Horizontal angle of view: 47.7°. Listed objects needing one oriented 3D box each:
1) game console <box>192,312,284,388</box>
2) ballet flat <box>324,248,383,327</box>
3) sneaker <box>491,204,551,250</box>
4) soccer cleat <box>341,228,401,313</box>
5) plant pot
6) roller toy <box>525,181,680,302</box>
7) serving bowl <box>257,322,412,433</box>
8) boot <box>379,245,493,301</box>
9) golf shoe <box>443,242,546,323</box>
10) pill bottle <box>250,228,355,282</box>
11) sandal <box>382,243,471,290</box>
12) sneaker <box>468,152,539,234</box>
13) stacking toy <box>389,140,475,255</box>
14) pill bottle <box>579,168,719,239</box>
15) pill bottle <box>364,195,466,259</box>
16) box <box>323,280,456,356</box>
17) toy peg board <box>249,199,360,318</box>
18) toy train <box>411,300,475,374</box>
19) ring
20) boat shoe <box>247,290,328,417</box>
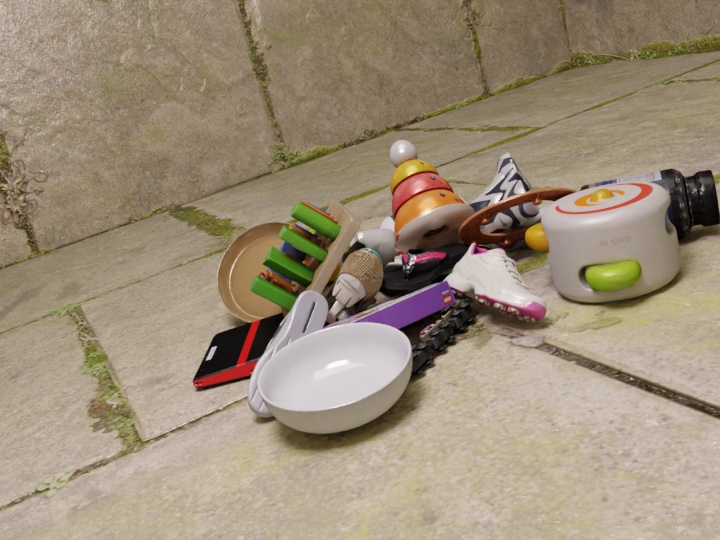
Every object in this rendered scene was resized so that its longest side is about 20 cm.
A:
[{"bbox_3d":[-0.171,0.125,1.319,0.175,0.031,0.200,-18,15,6],"label":"game console"},{"bbox_3d":[-0.019,0.039,1.250,0.065,0.070,0.200,-50,-7,-33],"label":"ballet flat"},{"bbox_3d":[0.306,-0.079,1.471,0.198,0.076,0.099,5,17,34],"label":"sneaker"},{"bbox_3d":[0.000,0.000,1.304,0.077,0.201,0.070,6,51,-18],"label":"soccer cleat"},{"bbox_3d":[-0.166,0.007,1.490,0.198,0.202,0.028,-13,-26,9],"label":"plant pot"},{"bbox_3d":[0.356,-0.050,1.172,0.181,0.141,0.200,-22,16,-21],"label":"roller toy"},{"bbox_3d":[-0.026,0.143,1.022,0.198,0.066,0.201,-12,24,5],"label":"serving bowl"},{"bbox_3d":[0.130,-0.002,1.368,0.198,0.073,0.144,3,23,28],"label":"boot"},{"bbox_3d":[0.199,0.013,1.172,0.199,0.075,0.092,24,86,55],"label":"golf shoe"},{"bbox_3d":[-0.107,-0.019,1.572,0.198,0.112,0.111,-19,16,-10],"label":"pill bottle"},{"bbox_3d":[0.102,-0.019,1.262,0.075,0.046,0.199,13,29,40],"label":"sandal"},{"bbox_3d":[0.231,-0.123,1.418,0.129,0.080,0.200,-31,31,18],"label":"sneaker"},{"bbox_3d":[0.095,-0.137,1.376,0.145,0.202,0.146,-19,-22,-8],"label":"stacking toy"},{"bbox_3d":[0.456,-0.098,1.288,0.198,0.113,0.112,-9,17,21],"label":"pill bottle"},{"bbox_3d":[0.104,-0.053,1.472,0.198,0.118,0.116,-18,16,-8],"label":"pill bottle"},{"bbox_3d":[0.026,0.074,1.206,0.198,0.039,0.137,-23,1,-21],"label":"box"},{"bbox_3d":[-0.105,-0.032,1.329,0.201,0.097,0.199,-59,16,6],"label":"toy peg board"},{"bbox_3d":[0.106,0.093,1.141,0.046,0.034,0.200,-17,12,38],"label":"toy train"},{"bbox_3d":[0.254,-0.078,1.295,0.198,0.019,0.201,-12,-19,-4],"label":"ring"},{"bbox_3d":[-0.099,0.123,1.133,0.201,0.072,0.071,-62,3,-34],"label":"boat shoe"}]
